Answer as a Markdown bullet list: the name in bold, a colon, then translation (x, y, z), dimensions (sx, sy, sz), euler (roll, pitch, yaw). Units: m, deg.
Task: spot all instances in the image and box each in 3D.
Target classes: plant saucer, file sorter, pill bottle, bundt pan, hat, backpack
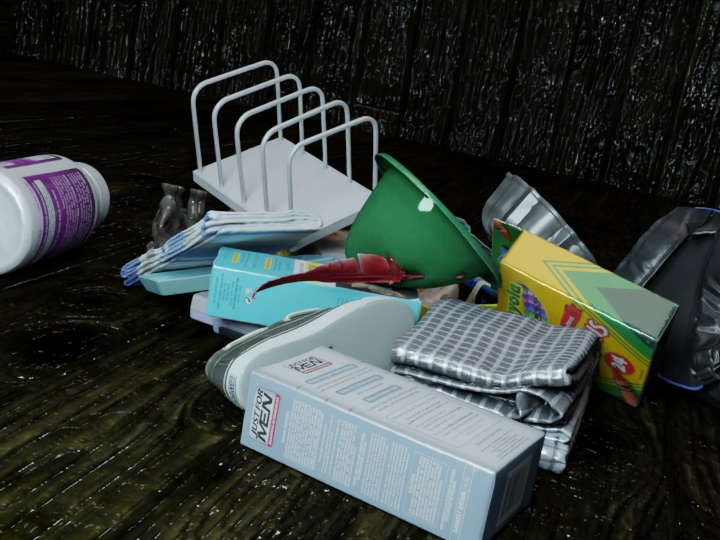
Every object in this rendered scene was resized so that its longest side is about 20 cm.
- **plant saucer**: translation (-0.127, 0.004, 1.002), dimensions (0.197, 0.019, 0.070), euler (-9, 9, -29)
- **file sorter**: translation (-0.087, -0.140, 1.101), dimensions (0.138, 0.126, 0.199), euler (-27, 44, -32)
- **pill bottle**: translation (-0.357, -0.067, 1.049), dimensions (0.110, 0.114, 0.200), euler (13, 14, 11)
- **bundt pan**: translation (0.234, -0.028, 1.274), dimensions (0.202, 0.076, 0.202), euler (49, 1, -2)
- **hat**: translation (0.009, 0.005, 0.899), dimensions (0.200, 0.176, 0.166), euler (46, -3, -23)
- **backpack**: translation (0.372, 0.035, 1.037), dimensions (0.153, 0.193, 0.199), euler (20, 5, -39)

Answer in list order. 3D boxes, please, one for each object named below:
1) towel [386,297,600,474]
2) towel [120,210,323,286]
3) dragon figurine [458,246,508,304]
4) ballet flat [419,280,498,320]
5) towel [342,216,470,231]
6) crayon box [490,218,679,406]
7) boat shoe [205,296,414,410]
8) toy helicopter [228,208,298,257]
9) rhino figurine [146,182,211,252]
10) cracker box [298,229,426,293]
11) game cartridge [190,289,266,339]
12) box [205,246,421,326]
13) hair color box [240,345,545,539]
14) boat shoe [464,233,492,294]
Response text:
- **towel**: translation (0.122, 0.088, 0.854), dimensions (0.163, 0.087, 0.200), euler (14, 14, 18)
- **towel**: translation (-0.148, -0.023, 1.003), dimensions (0.145, 0.024, 0.199), euler (-4, -14, -41)
- **dragon figurine**: translation (0.155, 0.008, 1.130), dimensions (0.199, 0.059, 0.099), euler (40, -17, -16)
- **ballet flat**: translation (0.113, 0.043, 1.062), dimensions (0.196, 0.068, 0.067), euler (7, 12, -13)
- **towel**: translation (0.036, -0.065, 1.346), dimensions (0.169, 0.049, 0.198), euler (6, -4, 41)
- **crayon box**: translation (0.205, 0.042, 0.955), dimensions (0.198, 0.128, 0.051), euler (29, 62, 24)
- **boat shoe**: translation (-0.040, 0.062, 0.826), dimensions (0.198, 0.072, 0.063), euler (-15, 23, -37)
- **toy helicopter**: translation (-0.087, -0.039, 1.150), dimensions (0.079, 0.132, 0.201), euler (39, 17, -32)
- **rhino figurine**: translation (-0.210, -0.053, 1.106), dimensions (0.059, 0.089, 0.200), euler (10, 4, -3)
- **cracker box**: translation (0.000, 0.000, 1.166), dimensions (0.131, 0.059, 0.200), euler (8, 13, -15)
- **game cartridge**: translation (-0.058, 0.055, 0.961), dimensions (0.197, 0.039, 0.129), euler (17, 19, 22)
- **box**: translation (-0.044, 0.025, 0.918), dimensions (0.196, 0.050, 0.082), euler (10, 14, -5)
- **hair color box**: translation (0.022, 0.122, 0.695), dimensions (0.197, 0.062, 0.098), euler (19, 16, 28)
- **boat shoe**: translation (0.148, -0.002, 1.221), dimensions (0.066, 0.071, 0.199), euler (35, 4, 42)
